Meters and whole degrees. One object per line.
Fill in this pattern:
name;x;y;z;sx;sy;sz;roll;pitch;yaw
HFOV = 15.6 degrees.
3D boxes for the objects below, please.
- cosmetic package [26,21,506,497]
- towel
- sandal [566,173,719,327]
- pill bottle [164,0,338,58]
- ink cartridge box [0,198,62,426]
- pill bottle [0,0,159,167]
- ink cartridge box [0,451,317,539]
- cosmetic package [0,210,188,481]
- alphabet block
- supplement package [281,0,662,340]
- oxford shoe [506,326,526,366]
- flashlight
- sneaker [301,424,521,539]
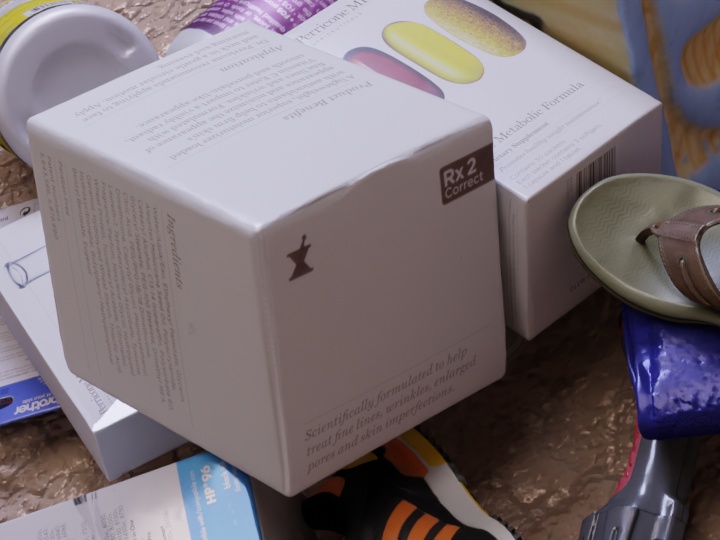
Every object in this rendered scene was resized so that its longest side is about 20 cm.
cosmetic package;-0.049;-0.012;1.420;0.165;0.165;0.200;-27;37;-33
towel;0.239;0.019;1.395;0.200;0.050;0.148;-8;57;10
sandal;0.198;-0.003;1.354;0.201;0.057;0.080;27;68;28
pill bottle;-0.049;-0.126;1.611;0.200;0.112;0.112;-43;44;-21
ink cartridge box;-0.234;0.039;1.706;0.119;0.042;0.200;-17;42;11
pill bottle;-0.205;-0.126;1.750;0.114;0.114;0.200;-38;17;-8
ink cartridge box;-0.132;0.171;1.461;0.200;0.116;0.068;-20;63;11
cosmetic package;-0.135;0.023;1.627;0.151;0.052;0.200;-28;47;-13
alphabet block;0.155;-0.174;1.555;0.195;0.197;0.200;-35;40;-27
supplement package;0.060;-0.073;1.488;0.114;0.110;0.200;-36;52;-28
oxford shoe;0.016;0.006;1.588;0.200;0.058;0.075;21;64;42
flashlight;0.157;0.090;1.430;0.068;0.068;0.200;12;59;12
sneaker;0.036;0.164;1.413;0.090;0.070;0.200;-28;36;-10
